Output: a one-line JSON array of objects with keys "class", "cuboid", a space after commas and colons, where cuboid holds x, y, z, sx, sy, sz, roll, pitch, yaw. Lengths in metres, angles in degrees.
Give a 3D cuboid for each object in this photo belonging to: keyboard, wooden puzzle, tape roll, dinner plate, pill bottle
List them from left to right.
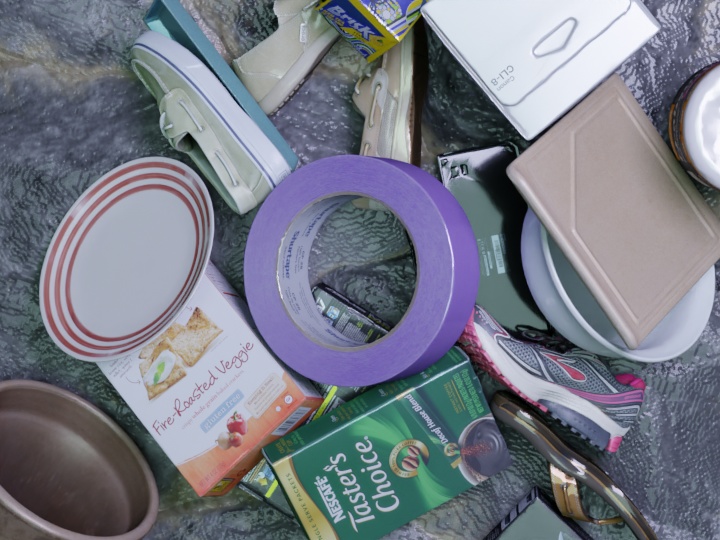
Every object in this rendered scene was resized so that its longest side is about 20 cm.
[{"class": "dinner plate", "cuboid": [-0.208, -0.008, 1.599, 0.200, 0.024, 0.200, -17, 57, 28]}, {"class": "tape roll", "cuboid": [0.000, 0.000, 1.547, 0.200, 0.066, 0.201, 1, 92, 24]}, {"class": "keyboard", "cuboid": [0.101, -0.011, 1.627, 0.127, 0.021, 0.200, -11, 93, -1]}, {"class": "wooden puzzle", "cuboid": [0.219, -0.051, 1.511, 0.037, 0.200, 0.185, -29, 99, 47]}, {"class": "pill bottle", "cuboid": [0.323, -0.122, 1.509, 0.116, 0.200, 0.117, 0, 94, 4]}]

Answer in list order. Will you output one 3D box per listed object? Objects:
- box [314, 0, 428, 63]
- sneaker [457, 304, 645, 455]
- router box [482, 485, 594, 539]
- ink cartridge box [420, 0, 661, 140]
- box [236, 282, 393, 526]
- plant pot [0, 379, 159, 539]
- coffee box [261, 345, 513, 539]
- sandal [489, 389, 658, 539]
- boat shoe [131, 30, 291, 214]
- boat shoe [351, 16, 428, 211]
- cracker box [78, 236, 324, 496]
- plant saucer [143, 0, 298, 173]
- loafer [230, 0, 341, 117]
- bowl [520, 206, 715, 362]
[{"class": "box", "cuboid": [0.050, -0.278, 1.534, 0.070, 0.064, 0.200, 44, 64, -14]}, {"class": "sneaker", "cuboid": [0.167, 0.085, 1.594, 0.200, 0.081, 0.075, 33, 89, -23]}, {"class": "router box", "cuboid": [0.180, 0.325, 1.632, 0.200, 0.052, 0.157, 44, 97, 0]}, {"class": "ink cartridge box", "cuboid": [0.152, -0.209, 1.515, 0.145, 0.200, 0.145, -40, 91, 6]}, {"class": "box", "cuboid": [-0.024, 0.136, 1.637, 0.160, 0.044, 0.200, 31, 97, 1]}, {"class": "plant pot", "cuboid": [-0.309, 0.228, 1.606, 0.200, 0.200, 0.175, 38, 113, 0]}, {"class": "coffee box", "cuboid": [0.026, 0.167, 1.581, 0.200, 0.044, 0.123, -27, 113, -7]}, {"class": "sandal", "cuboid": [0.186, 0.188, 1.601, 0.200, 0.082, 0.055, 40, 93, -4]}, {"class": "boat shoe", "cuboid": [-0.146, -0.135, 1.587, 0.062, 0.072, 0.200, -39, 72, -19]}, {"class": "boat shoe", "cuboid": [0.022, -0.153, 1.596, 0.065, 0.072, 0.200, 4, 95, 13]}, {"class": "cracker box", "cuboid": [-0.148, 0.087, 1.606, 0.134, 0.058, 0.200, -44, 72, 9]}, {"class": "plant saucer", "cuboid": [-0.125, -0.163, 1.611, 0.019, 0.070, 0.200, -37, 91, -21]}, {"class": "loafer", "cuboid": [-0.043, -0.229, 1.591, 0.068, 0.076, 0.200, 39, 97, -6]}, {"class": "bowl", "cuboid": [0.210, -0.006, 1.563, 0.090, 0.201, 0.201, -27, 93, 50]}]
